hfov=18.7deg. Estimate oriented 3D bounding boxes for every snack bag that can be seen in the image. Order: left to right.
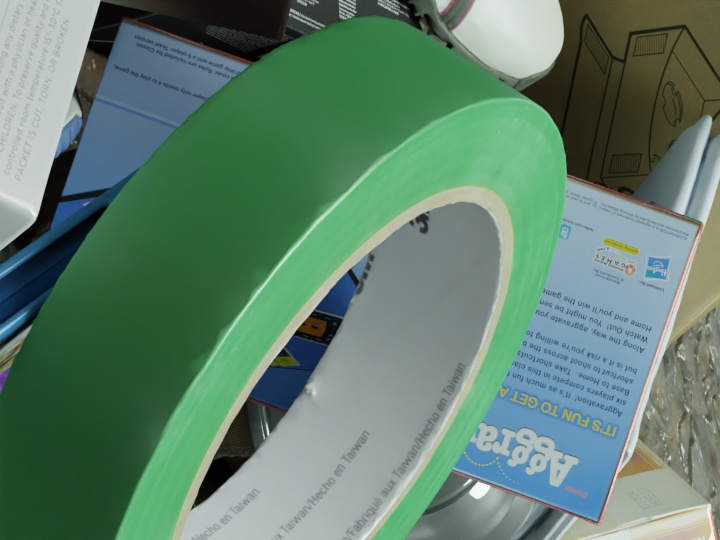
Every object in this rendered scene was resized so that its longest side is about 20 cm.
[{"bbox_3d":[0.086,0.054,0.929,0.021,0.200,0.189,28,48,-6],"label":"snack bag"}]

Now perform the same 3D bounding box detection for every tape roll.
[{"bbox_3d":[-0.020,0.030,0.595,0.200,0.048,0.201,-44,154,-28],"label":"tape roll"}]

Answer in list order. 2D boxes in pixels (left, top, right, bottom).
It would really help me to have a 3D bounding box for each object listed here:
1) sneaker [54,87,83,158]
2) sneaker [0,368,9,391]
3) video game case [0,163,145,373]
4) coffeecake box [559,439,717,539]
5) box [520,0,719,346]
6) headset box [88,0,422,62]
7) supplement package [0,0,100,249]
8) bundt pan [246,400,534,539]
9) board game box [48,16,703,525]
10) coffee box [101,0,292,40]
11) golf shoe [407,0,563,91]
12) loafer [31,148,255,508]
[{"bbox_3d":[-0.155,-0.053,0.648,0.200,0.075,0.089,-38,110,-59],"label":"sneaker"},{"bbox_3d":[-0.099,0.098,0.683,0.080,0.088,0.202,-8,87,-58],"label":"sneaker"},{"bbox_3d":[-0.124,0.036,0.564,0.018,0.143,0.200,52,51,-1],"label":"video game case"},{"bbox_3d":[0.122,0.187,0.967,0.154,0.072,0.202,-126,-157,-80],"label":"coffeecake box"},{"bbox_3d":[0.128,-0.064,0.967,0.021,0.200,0.164,-20,73,-37],"label":"box"},{"bbox_3d":[-0.045,-0.176,0.868,0.148,0.077,0.202,16,67,-58],"label":"headset box"},{"bbox_3d":[-0.173,-0.082,0.516,0.199,0.121,0.121,29,54,-26],"label":"supplement package"},{"bbox_3d":[0.024,0.014,0.805,0.202,0.075,0.204,-8,90,-70],"label":"bundt pan"},{"bbox_3d":[0.000,0.000,0.705,0.019,0.198,0.104,47,62,-88],"label":"board game box"},{"bbox_3d":[-0.105,-0.143,0.607,0.114,0.198,0.080,111,-10,-68],"label":"coffee box"},{"bbox_3d":[0.050,-0.159,0.867,0.201,0.087,0.077,63,32,-32],"label":"golf shoe"},{"bbox_3d":[-0.053,0.036,0.789,0.200,0.075,0.068,54,33,-36],"label":"loafer"}]
